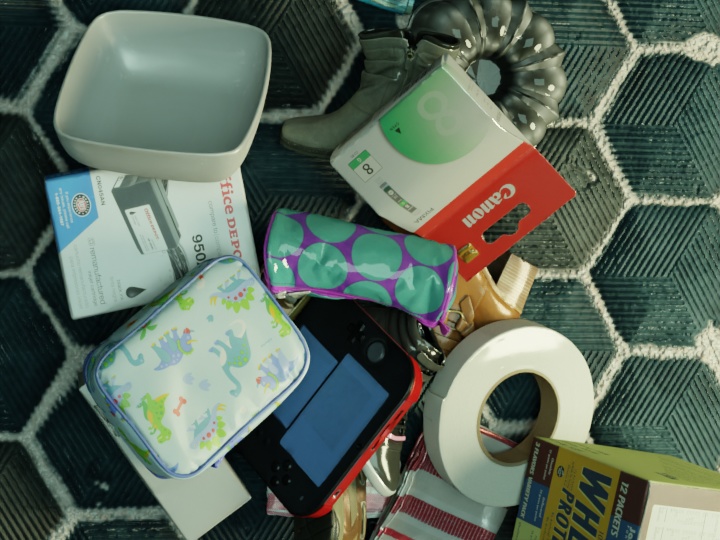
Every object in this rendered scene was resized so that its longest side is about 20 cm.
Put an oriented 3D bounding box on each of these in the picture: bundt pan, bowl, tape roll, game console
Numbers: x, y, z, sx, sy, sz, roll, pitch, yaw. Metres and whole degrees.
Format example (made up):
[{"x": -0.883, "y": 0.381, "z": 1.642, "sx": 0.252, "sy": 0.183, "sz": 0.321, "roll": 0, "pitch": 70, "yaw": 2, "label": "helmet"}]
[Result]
[{"x": 0.131, "y": -0.204, "z": 1.655, "sx": 0.199, "sy": 0.076, "sz": 0.204, "roll": -1, "pitch": 95, "yaw": -11, "label": "bundt pan"}, {"x": -0.190, "y": -0.164, "z": 1.547, "sx": 0.198, "sy": 0.075, "sz": 0.201, "roll": 6, "pitch": 50, "yaw": 5, "label": "bowl"}, {"x": 0.160, "y": 0.153, "z": 1.669, "sx": 0.201, "sy": 0.037, "sz": 0.205, "roll": -8, "pitch": 107, "yaw": -27, "label": "tape roll"}, {"x": -0.042, "y": 0.132, "z": 1.591, "sx": 0.201, "sy": 0.177, "sz": 0.031, "roll": -52, "pitch": 146, "yaw": 7, "label": "game console"}]

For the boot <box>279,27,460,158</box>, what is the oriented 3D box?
[{"x": 0.010, "y": -0.187, "z": 1.595, "sx": 0.198, "sy": 0.068, "sz": 0.132, "roll": 1, "pitch": 115, "yaw": 14, "label": "boot"}]

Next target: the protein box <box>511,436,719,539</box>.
[{"x": 0.301, "y": 0.271, "z": 1.635, "sx": 0.198, "sy": 0.198, "sz": 0.137, "roll": 11, "pitch": 92, "yaw": -31, "label": "protein box"}]

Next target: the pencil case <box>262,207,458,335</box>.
[{"x": 0.000, "y": 0.000, "z": 1.569, "sx": 0.198, "sy": 0.085, "sz": 0.093, "roll": 11, "pitch": 72, "yaw": 0, "label": "pencil case"}]

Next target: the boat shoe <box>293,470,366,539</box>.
[{"x": -0.026, "y": 0.202, "z": 1.634, "sx": 0.073, "sy": 0.075, "sz": 0.203, "roll": 12, "pitch": 77, "yaw": -44, "label": "boat shoe"}]

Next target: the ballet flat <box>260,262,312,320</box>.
[{"x": -0.092, "y": 0.034, "z": 1.632, "sx": 0.068, "sy": 0.063, "sz": 0.201, "roll": 37, "pitch": 86, "yaw": -1, "label": "ballet flat"}]

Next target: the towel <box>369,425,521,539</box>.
[{"x": 0.095, "y": 0.263, "z": 1.693, "sx": 0.143, "sy": 0.023, "sz": 0.202, "roll": 26, "pitch": 89, "yaw": -28, "label": "towel"}]

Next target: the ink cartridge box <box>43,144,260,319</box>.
[{"x": -0.213, "y": -0.043, "z": 1.593, "sx": 0.198, "sy": 0.084, "sz": 0.146, "roll": -12, "pitch": 97, "yaw": -11, "label": "ink cartridge box"}]

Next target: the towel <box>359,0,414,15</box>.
[{"x": -0.016, "y": -0.368, "z": 1.640, "sx": 0.198, "sy": 0.022, "sz": 0.148, "roll": 19, "pitch": 90, "yaw": -12, "label": "towel"}]

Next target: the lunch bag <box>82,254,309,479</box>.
[{"x": -0.158, "y": 0.097, "z": 1.519, "sx": 0.200, "sy": 0.082, "sz": 0.161, "roll": -42, "pitch": 101, "yaw": -20, "label": "lunch bag"}]

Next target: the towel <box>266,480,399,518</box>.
[{"x": -0.027, "y": 0.165, "z": 1.677, "sx": 0.145, "sy": 0.030, "sz": 0.203, "roll": 3, "pitch": 91, "yaw": -11, "label": "towel"}]

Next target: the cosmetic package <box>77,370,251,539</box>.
[{"x": -0.203, "y": 0.171, "z": 1.601, "sx": 0.090, "sy": 0.107, "sz": 0.201, "roll": -38, "pitch": 102, "yaw": -7, "label": "cosmetic package"}]

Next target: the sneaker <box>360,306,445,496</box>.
[{"x": 0.040, "y": 0.126, "z": 1.604, "sx": 0.098, "sy": 0.071, "sz": 0.202, "roll": -14, "pitch": 75, "yaw": 23, "label": "sneaker"}]

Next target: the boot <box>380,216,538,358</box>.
[{"x": 0.079, "y": 0.024, "z": 1.664, "sx": 0.199, "sy": 0.074, "sz": 0.156, "roll": 29, "pitch": 92, "yaw": -10, "label": "boot"}]

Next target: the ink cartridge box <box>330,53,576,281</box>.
[{"x": 0.093, "y": -0.093, "z": 1.560, "sx": 0.161, "sy": 0.050, "sz": 0.200, "roll": -39, "pitch": 102, "yaw": 26, "label": "ink cartridge box"}]
